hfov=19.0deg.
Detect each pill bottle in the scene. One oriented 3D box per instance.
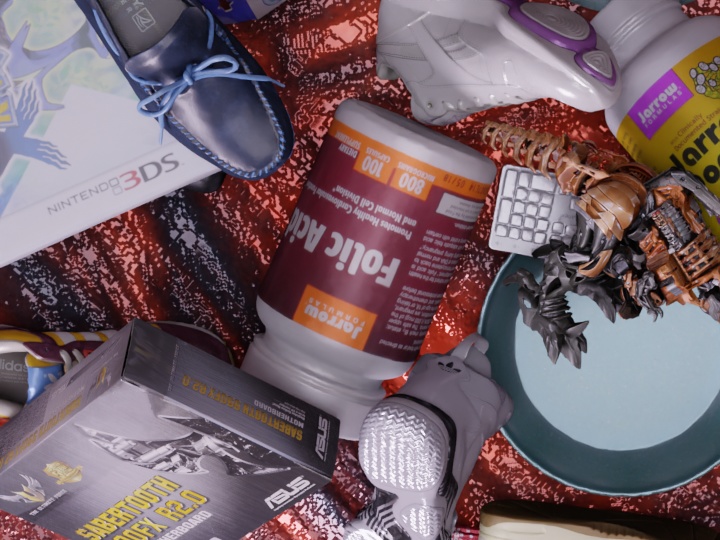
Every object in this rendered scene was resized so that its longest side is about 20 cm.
[{"bbox_3d":[0.225,-0.089,1.367,0.104,0.104,0.200,-40,74,7],"label":"pill bottle"},{"bbox_3d":[0.000,0.000,1.404,0.114,0.114,0.201,23,98,-1],"label":"pill bottle"}]

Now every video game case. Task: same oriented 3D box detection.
[{"bbox_3d":[-0.183,-0.128,1.318,0.181,0.022,0.201,-23,94,3],"label":"video game case"}]

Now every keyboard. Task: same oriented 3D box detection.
[{"bbox_3d":[0.186,-0.024,1.410,0.199,0.011,0.057,11,98,1],"label":"keyboard"}]

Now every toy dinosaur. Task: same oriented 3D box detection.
[{"bbox_3d":[0.161,-0.024,1.340,0.200,0.102,0.136,54,134,28],"label":"toy dinosaur"}]

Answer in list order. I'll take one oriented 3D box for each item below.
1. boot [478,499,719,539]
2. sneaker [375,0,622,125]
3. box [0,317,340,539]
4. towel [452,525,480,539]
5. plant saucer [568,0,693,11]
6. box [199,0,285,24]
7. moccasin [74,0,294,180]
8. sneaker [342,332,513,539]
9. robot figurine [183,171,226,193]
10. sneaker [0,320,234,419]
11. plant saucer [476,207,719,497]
[{"bbox_3d":[0.168,0.242,1.429,0.199,0.072,0.156,8,98,7],"label":"boot"},{"bbox_3d":[0.086,-0.129,1.375,0.200,0.075,0.100,30,114,41],"label":"sneaker"},{"bbox_3d":[-0.132,0.120,1.378,0.158,0.049,0.200,28,139,-26],"label":"box"},{"bbox_3d":[0.095,0.247,1.480,0.199,0.022,0.146,4,98,2],"label":"towel"},{"bbox_3d":[0.179,-0.267,1.398,0.200,0.039,0.202,0,97,3],"label":"plant saucer"},{"bbox_3d":[-0.021,-0.227,1.334,0.199,0.119,0.042,-33,79,0],"label":"box"},{"bbox_3d":[-0.119,-0.130,1.272,0.080,0.068,0.200,-44,94,4],"label":"moccasin"},{"bbox_3d":[0.049,0.134,1.415,0.075,0.115,0.201,24,136,21],"label":"sneaker"},{"bbox_3d":[-0.173,-0.118,1.390,0.199,0.125,0.151,19,92,-1],"label":"robot figurine"},{"bbox_3d":[-0.185,0.074,1.434,0.199,0.090,0.075,-2,98,3],"label":"sneaker"},{"bbox_3d":[0.176,0.050,1.443,0.199,0.036,0.201,0,97,3],"label":"plant saucer"}]
